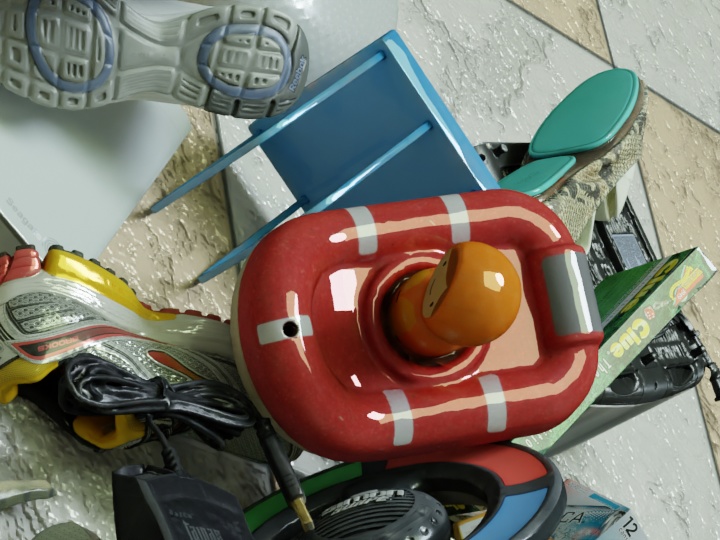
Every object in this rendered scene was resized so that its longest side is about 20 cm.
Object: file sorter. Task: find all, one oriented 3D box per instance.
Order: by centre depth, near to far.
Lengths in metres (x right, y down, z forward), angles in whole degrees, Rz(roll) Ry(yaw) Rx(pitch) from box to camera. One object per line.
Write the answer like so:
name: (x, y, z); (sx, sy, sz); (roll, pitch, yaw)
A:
file sorter: (0.000, 0.000, 1.465); (0.123, 0.139, 0.200); (-39, 96, -39)

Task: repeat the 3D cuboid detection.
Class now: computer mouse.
computer mouse: (-0.066, 0.131, 1.230); (0.140, 0.046, 0.200); (11, 41, -51)

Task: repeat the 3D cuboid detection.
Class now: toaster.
toaster: (0.115, 0.025, 1.645); (0.181, 0.118, 0.201); (-5, 67, -57)

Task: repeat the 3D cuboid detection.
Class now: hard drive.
hard drive: (-0.168, -0.078, 1.408); (0.132, 0.026, 0.200); (51, 30, -14)

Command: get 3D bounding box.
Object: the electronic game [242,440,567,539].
electronic game: (0.006, 0.134, 1.312); (0.200, 0.199, 0.042); (-47, 123, -59)

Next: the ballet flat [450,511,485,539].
ballet flat: (0.089, 0.164, 1.552); (0.200, 0.068, 0.067); (31, 56, -30)

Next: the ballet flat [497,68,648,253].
ballet flat: (0.124, -0.048, 1.557); (0.200, 0.068, 0.076); (-49, 127, -54)

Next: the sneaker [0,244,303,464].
sneaker: (-0.111, 0.063, 1.330); (0.200, 0.078, 0.082); (24, 49, -32)

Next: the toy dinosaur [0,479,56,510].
toy dinosaur: (-0.199, 0.116, 1.169); (0.088, 0.047, 0.200); (65, 27, -18)

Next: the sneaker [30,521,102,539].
sneaker: (-0.106, 0.212, 1.213); (0.201, 0.070, 0.080); (68, 15, 11)

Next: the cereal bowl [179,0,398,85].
cereal bowl: (-0.043, -0.203, 1.650); (0.200, 0.083, 0.201); (38, 35, -33)

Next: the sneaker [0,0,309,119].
sneaker: (-0.130, -0.117, 1.392); (0.199, 0.087, 0.075); (11, 92, -23)

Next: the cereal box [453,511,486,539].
cereal box: (0.102, 0.244, 1.421); (0.144, 0.039, 0.201); (81, -10, -61)

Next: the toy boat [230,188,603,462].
toy boat: (0.037, 0.021, 1.321); (0.199, 0.131, 0.131); (-8, 79, -21)

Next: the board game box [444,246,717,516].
board game box: (0.107, 0.064, 1.470); (0.200, 0.105, 0.023); (-44, 98, -24)

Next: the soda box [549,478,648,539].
soda box: (0.158, 0.218, 1.528); (0.200, 0.064, 0.068); (58, -17, -26)
